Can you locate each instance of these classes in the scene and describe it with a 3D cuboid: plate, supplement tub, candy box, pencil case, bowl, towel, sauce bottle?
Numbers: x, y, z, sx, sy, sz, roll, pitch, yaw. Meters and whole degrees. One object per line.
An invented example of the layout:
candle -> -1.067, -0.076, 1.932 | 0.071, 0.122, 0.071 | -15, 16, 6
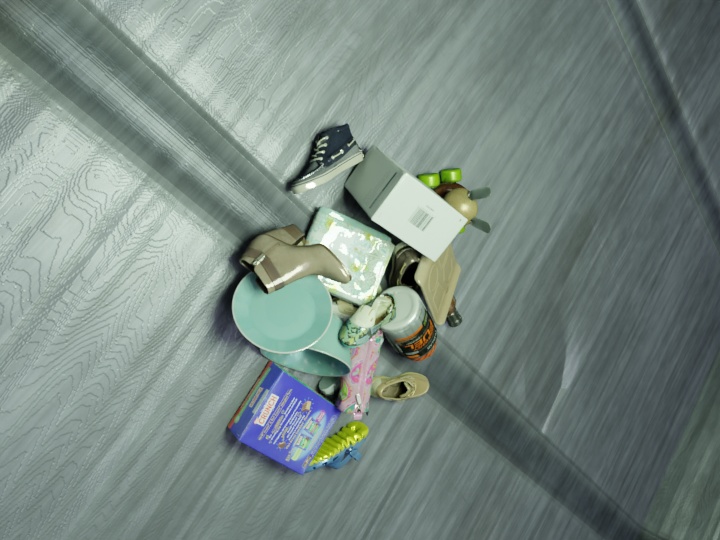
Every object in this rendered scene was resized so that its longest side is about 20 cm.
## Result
plate -> -0.154, 0.075, 1.109 | 0.199, 0.201, 0.026 | -32, 160, -28
supplement tub -> 0.114, 0.135, 1.360 | 0.123, 0.122, 0.200 | -55, 143, -15
candy box -> -0.164, 0.327, 1.237 | 0.200, 0.077, 0.170 | 43, 74, -34
pencil case -> -0.004, 0.225, 1.255 | 0.087, 0.087, 0.203 | 5, 99, -36
bowl -> -0.105, 0.145, 1.195 | 0.200, 0.200, 0.106 | 32, 60, -35
towel -> -0.034, -0.027, 1.248 | 0.198, 0.048, 0.173 | 24, 80, -17
sauce bottle -> 0.211, 0.068, 1.476 | 0.066, 0.066, 0.201 | -44, 122, -22

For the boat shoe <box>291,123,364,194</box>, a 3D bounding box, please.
boat shoe -> -0.084, -0.244, 1.205 | 0.199, 0.074, 0.094 | -37, 112, -34

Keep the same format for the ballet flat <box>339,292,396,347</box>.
ballet flat -> 0.019, 0.095, 1.186 | 0.200, 0.073, 0.075 | -33, 120, -58

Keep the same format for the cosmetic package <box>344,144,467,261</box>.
cosmetic package -> 0.095, -0.151, 1.243 | 0.198, 0.200, 0.123 | 31, 105, -31

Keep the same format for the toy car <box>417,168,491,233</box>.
toy car -> 0.250, -0.159, 1.378 | 0.156, 0.199, 0.166 | -17, 108, -33

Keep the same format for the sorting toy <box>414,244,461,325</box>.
sorting toy -> 0.185, 0.005, 1.353 | 0.201, 0.036, 0.187 | 58, 46, -47

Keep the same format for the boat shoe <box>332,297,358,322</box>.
boat shoe -> -0.053, 0.096, 1.286 | 0.199, 0.074, 0.069 | 30, 69, -40

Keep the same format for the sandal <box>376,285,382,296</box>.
sandal -> -0.001, 0.000, 1.310 | 0.080, 0.057, 0.202 | -39, 118, -26

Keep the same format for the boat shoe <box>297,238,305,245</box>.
boat shoe -> -0.182, 0.013, 1.182 | 0.075, 0.071, 0.202 | 20, 79, -22

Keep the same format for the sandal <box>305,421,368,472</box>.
sandal -> -0.061, 0.439, 1.336 | 0.198, 0.079, 0.088 | -14, 110, -32

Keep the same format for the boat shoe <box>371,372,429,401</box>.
boat shoe -> 0.110, 0.307, 1.442 | 0.198, 0.064, 0.072 | 3, 97, -36

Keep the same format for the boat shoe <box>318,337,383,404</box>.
boat shoe -> -0.007, 0.239, 1.346 | 0.200, 0.071, 0.091 | -43, 121, -14

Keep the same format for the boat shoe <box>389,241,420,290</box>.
boat shoe -> 0.112, 0.015, 1.342 | 0.071, 0.060, 0.201 | -17, 144, -11

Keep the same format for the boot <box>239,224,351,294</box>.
boot -> -0.135, -0.003, 1.112 | 0.146, 0.199, 0.071 | -42, 161, -30
